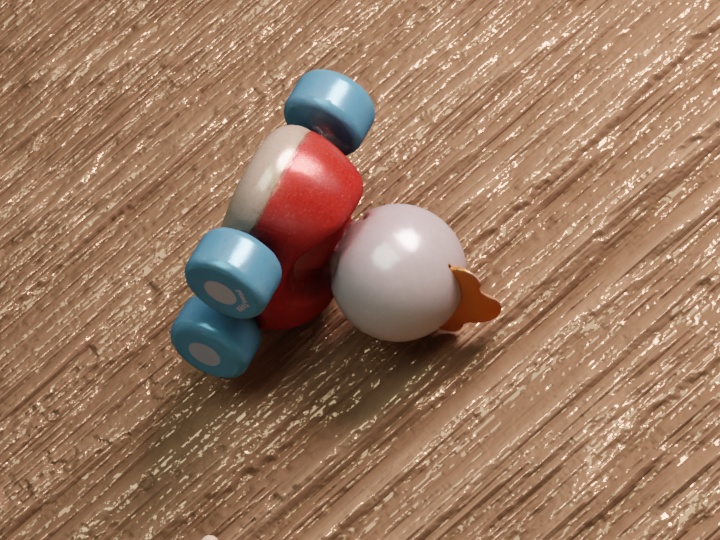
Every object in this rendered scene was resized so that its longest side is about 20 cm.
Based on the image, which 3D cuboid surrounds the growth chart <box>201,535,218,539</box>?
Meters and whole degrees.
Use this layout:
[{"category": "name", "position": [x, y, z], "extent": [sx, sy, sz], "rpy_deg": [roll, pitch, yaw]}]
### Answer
[{"category": "growth chart", "position": [-0.032, 0.248, 1.601], "extent": [0.200, 0.018, 0.145], "rpy_deg": [0, 63, 23]}]

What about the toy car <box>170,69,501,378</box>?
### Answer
[{"category": "toy car", "position": [0.000, 0.000, 1.671], "extent": [0.200, 0.177, 0.184], "rpy_deg": [27, 59, 4]}]
